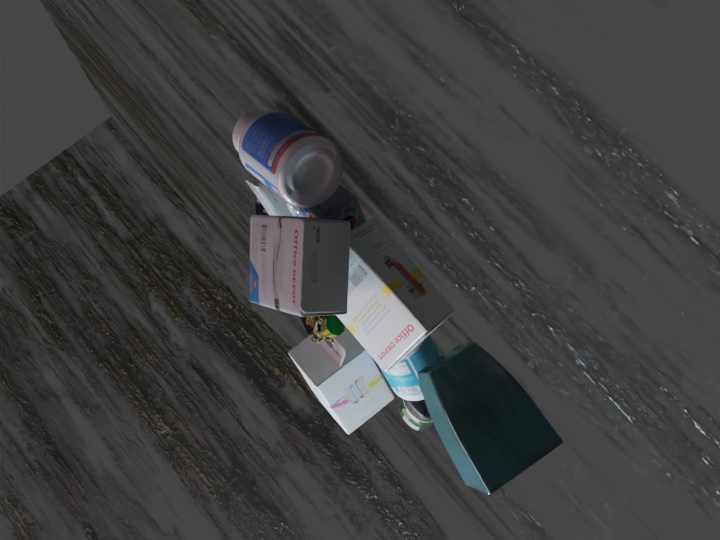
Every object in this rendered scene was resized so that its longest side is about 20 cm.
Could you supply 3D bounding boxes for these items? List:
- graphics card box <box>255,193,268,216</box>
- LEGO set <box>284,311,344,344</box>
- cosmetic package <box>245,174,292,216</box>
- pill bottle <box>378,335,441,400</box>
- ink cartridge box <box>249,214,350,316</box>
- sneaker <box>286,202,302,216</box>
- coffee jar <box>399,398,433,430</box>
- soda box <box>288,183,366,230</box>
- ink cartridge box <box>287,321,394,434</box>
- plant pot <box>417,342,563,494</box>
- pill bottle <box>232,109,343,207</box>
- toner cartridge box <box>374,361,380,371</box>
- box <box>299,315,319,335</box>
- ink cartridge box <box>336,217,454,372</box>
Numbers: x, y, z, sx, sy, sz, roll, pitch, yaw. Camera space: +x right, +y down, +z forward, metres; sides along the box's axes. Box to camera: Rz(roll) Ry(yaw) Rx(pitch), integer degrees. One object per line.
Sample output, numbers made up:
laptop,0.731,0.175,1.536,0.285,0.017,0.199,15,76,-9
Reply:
graphics card box,-0.166,-0.057,1.870,0.125,0.051,0.200,19,115,54
LEGO set,-0.083,0.036,1.617,0.200,0.154,0.116,45,147,-9
cosmetic package,-0.130,-0.116,1.746,0.051,0.083,0.200,32,159,54
pill bottle,0.079,0.144,1.671,0.111,0.111,0.200,41,164,44
ink cartridge box,-0.099,-0.011,1.423,0.200,0.084,0.145,11,100,60
sneaker,-0.078,-0.079,1.673,0.090,0.078,0.200,42,168,22
coffee jar,0.135,0.265,1.859,0.085,0.104,0.200,46,168,11
soda box,-0.077,-0.127,1.523,0.200,0.068,0.063,41,163,41
ink cartridge box,-0.043,0.202,1.820,0.129,0.125,0.200,42,166,46
plant pot,0.185,0.220,1.427,0.200,0.141,0.141,57,169,1
pill bottle,-0.120,-0.182,1.404,0.200,0.112,0.112,40,164,48
toner cartridge box,0.056,0.156,1.847,0.043,0.095,0.200,49,169,10
box,-0.078,0.070,1.948,0.160,0.049,0.200,22,-149,-45
ink cartridge box,0.031,0.040,1.448,0.200,0.083,0.145,50,138,9
